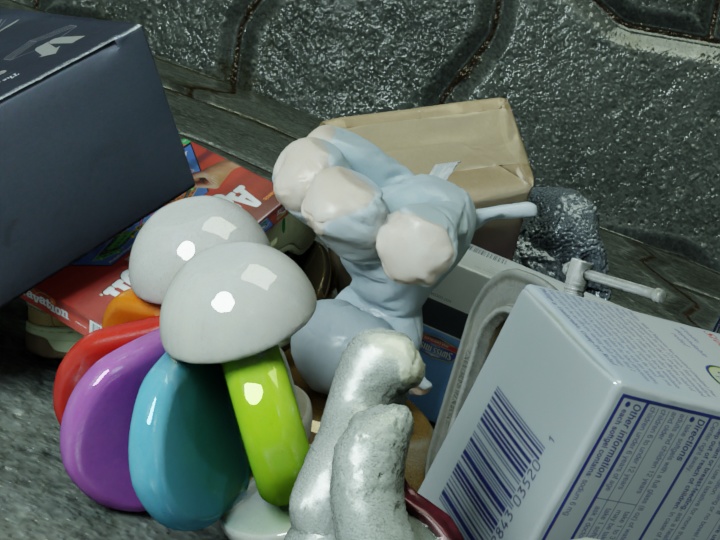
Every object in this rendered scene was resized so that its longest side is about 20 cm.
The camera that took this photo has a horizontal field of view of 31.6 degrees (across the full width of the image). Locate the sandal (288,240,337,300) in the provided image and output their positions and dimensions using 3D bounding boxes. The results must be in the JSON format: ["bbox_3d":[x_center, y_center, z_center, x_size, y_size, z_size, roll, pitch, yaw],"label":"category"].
[{"bbox_3d":[-0.056,0.014,1.206,0.054,0.082,0.200,40,-1,-17],"label":"sandal"}]

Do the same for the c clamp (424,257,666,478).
[{"bbox_3d":[0.096,0.081,0.790,0.027,0.203,0.171,14,9,-28],"label":"c clamp"}]

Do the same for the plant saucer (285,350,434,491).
[{"bbox_3d":[-0.022,0.102,0.912,0.198,0.036,0.200,20,12,-4],"label":"plant saucer"}]

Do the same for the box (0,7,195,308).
[{"bbox_3d":[-0.249,-0.073,0.813,0.196,0.119,0.199,-36,34,-32],"label":"box"}]

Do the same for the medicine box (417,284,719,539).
[{"bbox_3d":[0.148,0.127,0.698,0.198,0.184,0.103,14,22,-29],"label":"medicine box"}]

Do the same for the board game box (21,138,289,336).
[{"bbox_3d":[-0.141,-0.023,0.868,0.102,0.020,0.200,28,41,17],"label":"board game box"}]

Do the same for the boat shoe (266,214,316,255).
[{"bbox_3d":[-0.086,-0.045,1.103,0.067,0.073,0.200,8,16,19],"label":"boat shoe"}]

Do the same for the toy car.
[{"bbox_3d":[-0.095,0.069,0.699,0.148,0.177,0.200,-20,26,-14],"label":"toy car"}]

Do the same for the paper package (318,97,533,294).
[{"bbox_3d":[0.057,-0.065,1.210,0.188,0.105,0.201,-8,-23,-4],"label":"paper package"}]

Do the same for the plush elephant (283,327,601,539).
[{"bbox_3d":[0.041,0.145,0.536,0.153,0.167,0.201,10,37,19],"label":"plush elephant"}]

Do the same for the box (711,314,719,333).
[{"bbox_3d":[0.297,0.101,1.066,0.049,0.202,0.198,25,13,13],"label":"box"}]

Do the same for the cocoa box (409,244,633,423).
[{"bbox_3d":[0.136,0.075,1.069,0.198,0.133,0.133,22,11,7],"label":"cocoa box"}]

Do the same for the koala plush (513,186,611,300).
[{"bbox_3d":[0.152,0.007,1.362,0.198,0.186,0.178,-11,42,-31],"label":"koala plush"}]

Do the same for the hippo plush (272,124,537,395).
[{"bbox_3d":[0.000,0.000,0.915,0.158,0.162,0.199,31,22,18],"label":"hippo plush"}]

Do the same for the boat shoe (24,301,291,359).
[{"bbox_3d":[-0.132,0.021,0.887,0.198,0.077,0.071,1,7,-32],"label":"boat shoe"}]
